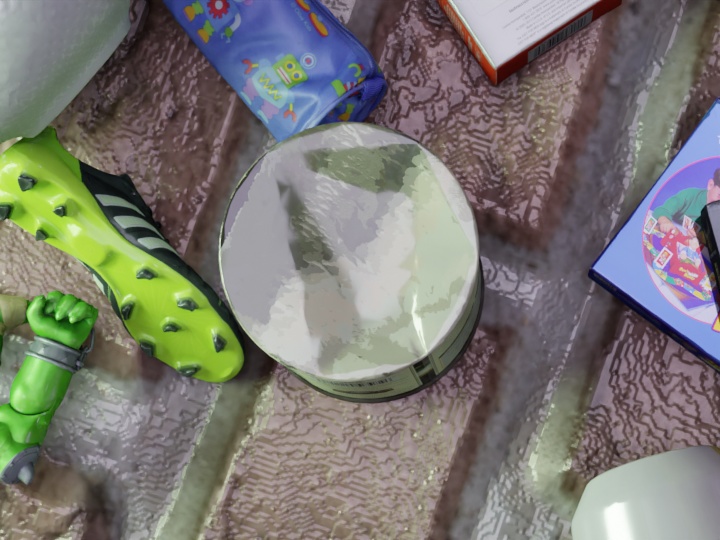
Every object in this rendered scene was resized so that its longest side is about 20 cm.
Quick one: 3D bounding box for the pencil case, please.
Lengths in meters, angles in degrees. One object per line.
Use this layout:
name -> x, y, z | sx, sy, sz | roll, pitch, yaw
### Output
pencil case -> -0.066, -0.165, 1.479 | 0.087, 0.078, 0.200 | -42, 83, 33

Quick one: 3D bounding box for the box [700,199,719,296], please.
box -> 0.318, 0.012, 1.406 | 0.200, 0.051, 0.158 | -15, 83, 2

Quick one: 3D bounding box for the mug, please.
mug -> 0.206, 0.190, 1.415 | 0.149, 0.187, 0.153 | -26, 71, 33

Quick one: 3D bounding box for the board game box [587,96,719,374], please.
board game box -> 0.260, 0.007, 1.458 | 0.200, 0.045, 0.135 | 37, 87, 6

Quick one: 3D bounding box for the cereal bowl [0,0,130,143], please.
cereal bowl -> -0.201, -0.142, 1.436 | 0.083, 0.200, 0.200 | 41, 88, -11

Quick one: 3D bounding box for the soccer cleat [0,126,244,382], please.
soccer cleat -> -0.142, -0.013, 1.477 | 0.200, 0.081, 0.068 | 44, 123, -10

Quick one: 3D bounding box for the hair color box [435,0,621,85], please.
hair color box -> 0.071, -0.228, 1.488 | 0.101, 0.061, 0.200 | -33, 84, 0

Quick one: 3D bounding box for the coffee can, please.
coffee can -> 0.000, 0.000, 1.398 | 0.146, 0.200, 0.147 | 0, 83, 3

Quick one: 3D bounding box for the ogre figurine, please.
ogre figurine -> -0.265, 0.073, 1.460 | 0.200, 0.098, 0.120 | 5, 76, -3
